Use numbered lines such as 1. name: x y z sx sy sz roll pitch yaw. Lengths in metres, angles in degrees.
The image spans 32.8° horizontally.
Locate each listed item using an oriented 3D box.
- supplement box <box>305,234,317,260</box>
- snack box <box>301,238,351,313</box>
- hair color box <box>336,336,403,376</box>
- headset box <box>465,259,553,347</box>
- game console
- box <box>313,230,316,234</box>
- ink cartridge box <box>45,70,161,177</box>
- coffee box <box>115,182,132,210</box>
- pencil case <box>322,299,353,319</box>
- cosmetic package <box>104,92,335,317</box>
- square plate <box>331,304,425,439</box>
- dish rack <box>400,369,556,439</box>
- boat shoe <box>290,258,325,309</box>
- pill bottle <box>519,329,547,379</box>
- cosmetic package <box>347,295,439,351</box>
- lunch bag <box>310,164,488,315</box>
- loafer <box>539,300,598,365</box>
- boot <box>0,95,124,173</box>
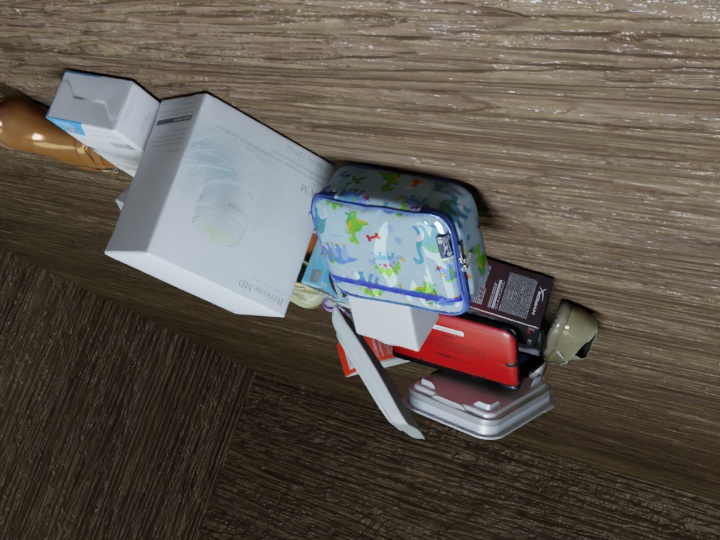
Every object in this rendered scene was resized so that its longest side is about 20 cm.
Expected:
1. supplement box: -0.110 -0.043 1.853 0.068 0.067 0.199 26 167 -31
2. snack box: 0.000 0.000 1.732 0.037 0.117 0.200 14 168 35
3. hair color box: 0.072 0.119 2.031 0.198 0.062 0.101 -11 168 -29
4. headset box: 0.163 0.032 1.709 0.198 0.078 0.149 17 169 9
5. game console: 0.153 0.087 1.753 0.198 0.119 0.173 14 138 24
6. box: -0.117 -0.088 1.691 0.082 0.050 0.199 27 167 -32
7. ink cartridge box: -0.281 -0.170 1.532 0.115 0.068 0.200 14 167 29
8. coffee box: -0.213 -0.076 1.625 0.199 0.113 0.080 24 151 37
9. pencil case: 0.022 0.059 1.880 0.085 0.085 0.199 -33 134 32
10. cosmetic package: -0.164 -0.073 1.451 0.198 0.202 0.122 26 167 -33
11. square plate: 0.023 0.156 1.777 0.199 0.028 0.200 59 -178 18
12. dish rack: 0.173 0.171 1.753 0.171 0.044 0.199 20 -155 33
13. boat shoe: -0.134 -0.016 1.744 0.200 0.074 0.063 32 154 2
14. pill bottle: 0.242 0.132 1.947 0.115 0.117 0.200 17 169 13
15. cosmetic package: 0.035 0.004 1.592 0.101 0.074 0.201 16 142 26
16. lunch bag: 0.047 -0.032 1.425 0.198 0.083 0.162 12 134 30
17. loafer: 0.308 0.103 1.798 0.067 0.077 0.200 24 170 12
18. boot: -0.400 -0.183 1.681 0.153 0.074 0.199 15 180 29
